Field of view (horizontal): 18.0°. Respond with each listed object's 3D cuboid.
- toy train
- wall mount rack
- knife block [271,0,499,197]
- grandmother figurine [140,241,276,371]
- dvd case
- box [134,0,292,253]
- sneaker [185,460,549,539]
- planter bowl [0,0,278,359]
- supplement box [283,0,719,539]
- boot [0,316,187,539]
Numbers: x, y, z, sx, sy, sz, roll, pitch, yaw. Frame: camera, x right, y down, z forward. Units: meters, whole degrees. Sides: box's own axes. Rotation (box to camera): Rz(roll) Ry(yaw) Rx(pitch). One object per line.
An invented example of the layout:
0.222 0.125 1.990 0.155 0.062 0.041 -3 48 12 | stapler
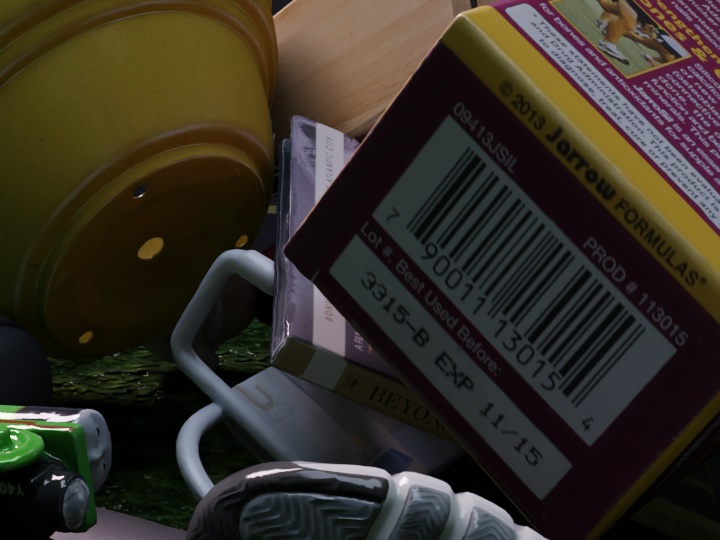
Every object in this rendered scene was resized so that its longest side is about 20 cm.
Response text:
-0.155 0.050 0.614 0.198 0.042 0.056 2 20 22 | toy train
0.033 0.050 0.782 0.174 0.075 0.200 41 28 12 | wall mount rack
-0.003 -0.071 0.852 0.174 0.065 0.200 -12 -10 18 | knife block
0.000 0.000 0.922 0.198 0.061 0.122 -10 -26 -15 | grandmother figurine
0.063 0.025 0.763 0.199 0.016 0.149 23 28 -14 | dvd case
-0.050 -0.064 0.992 0.198 0.159 0.051 5 15 3 | box
0.048 0.097 0.594 0.199 0.076 0.116 23 7 -5 | sneaker
-0.092 -0.030 0.793 0.199 0.201 0.084 -12 49 -42 | planter bowl
0.092 -0.015 0.715 0.131 0.103 0.200 47 32 15 | supplement box
-0.085 0.074 0.655 0.199 0.066 0.165 8 28 35 | boot
